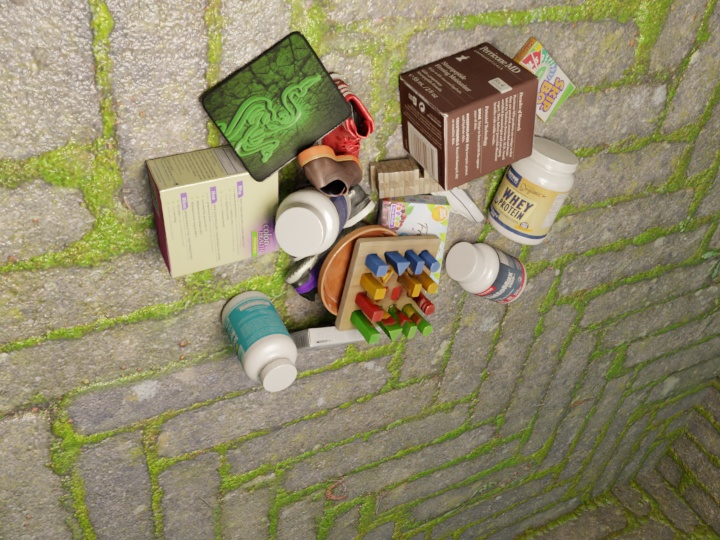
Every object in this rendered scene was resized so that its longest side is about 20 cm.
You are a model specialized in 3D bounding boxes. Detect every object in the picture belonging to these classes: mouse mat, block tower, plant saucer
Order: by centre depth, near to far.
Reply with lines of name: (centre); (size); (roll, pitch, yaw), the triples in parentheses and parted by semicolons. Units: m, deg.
mouse mat: (-0.131, -0.260, 1.076); (0.199, 0.008, 0.162); (-37, 100, -4)
block tower: (0.118, -0.185, 1.316); (0.196, 0.058, 0.055); (-7, 124, -6)
plant saucer: (0.000, 0.000, 1.335); (0.198, 0.032, 0.203); (-22, 131, -26)

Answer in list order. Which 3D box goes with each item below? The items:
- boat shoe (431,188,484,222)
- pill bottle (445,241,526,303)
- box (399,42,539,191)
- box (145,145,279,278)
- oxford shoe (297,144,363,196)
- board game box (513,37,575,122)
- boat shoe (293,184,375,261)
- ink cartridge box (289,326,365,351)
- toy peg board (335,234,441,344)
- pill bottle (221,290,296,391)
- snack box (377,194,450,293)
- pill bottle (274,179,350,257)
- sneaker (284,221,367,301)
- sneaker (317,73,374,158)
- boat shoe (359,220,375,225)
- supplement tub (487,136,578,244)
boat shoe: (0.188, -0.159, 1.432); (0.066, 0.074, 0.200); (-36, 127, 16)
pill bottle: (0.296, 0.002, 1.607); (0.198, 0.120, 0.120); (18, 116, -43)
box: (0.195, -0.284, 1.242); (0.198, 0.166, 0.166); (-24, 137, -15)
box: (-0.246, -0.106, 1.148); (0.197, 0.097, 0.178); (-15, 134, -22)
oxford shoe: (-0.043, -0.156, 1.151); (0.070, 0.074, 0.199); (-23, 172, 23)
board game box: (0.369, -0.382, 1.384); (0.096, 0.030, 0.199); (-50, 140, 14)
boat shoe: (-0.065, -0.094, 1.315); (0.199, 0.076, 0.061); (-36, 101, 12)
ink cartridge box: (-0.067, 0.146, 1.452); (0.197, 0.041, 0.199); (-4, 171, -31)
toy peg board: (0.075, 0.045, 1.326); (0.197, 0.098, 0.202); (-5, 124, -34)
pill bottle: (-0.194, 0.141, 1.327); (0.109, 0.201, 0.112); (-18, 135, -19)
snack box: (0.103, -0.055, 1.405); (0.140, 0.053, 0.203); (2, 117, -6)
pill bottle: (-0.084, -0.092, 1.171); (0.109, 0.200, 0.113); (3, 109, 8)
sneaker: (-0.049, -0.011, 1.360); (0.199, 0.070, 0.100); (-37, 105, 11)
sneaker: (-0.024, -0.228, 1.177); (0.078, 0.116, 0.202); (-27, 138, -11)
boat shoe: (-0.020, -0.012, 1.420); (0.202, 0.075, 0.074); (-65, 165, 16)
supplement tub: (0.379, -0.176, 1.485); (0.142, 0.145, 0.202); (-3, 128, -33)
